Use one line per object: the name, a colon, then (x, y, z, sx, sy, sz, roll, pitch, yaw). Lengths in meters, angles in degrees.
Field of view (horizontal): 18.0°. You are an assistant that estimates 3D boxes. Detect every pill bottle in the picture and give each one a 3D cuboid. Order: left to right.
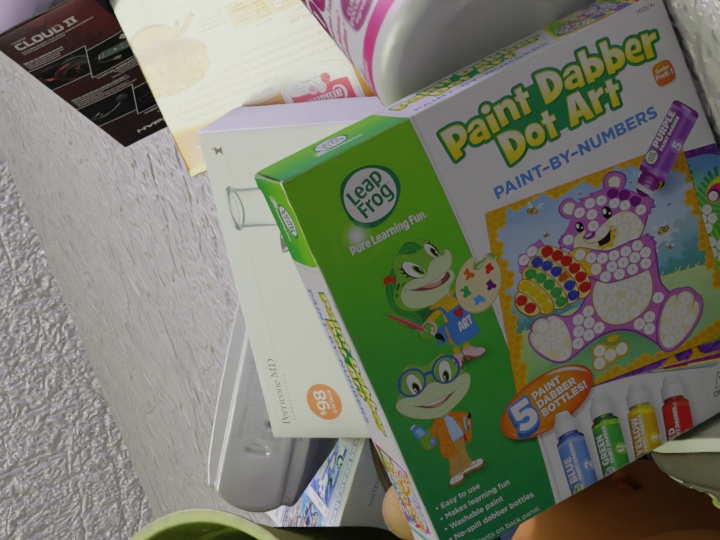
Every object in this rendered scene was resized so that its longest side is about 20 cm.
pill bottle: (0.016, -0.165, 1.104, 0.200, 0.113, 0.113, 54, 164, 40)

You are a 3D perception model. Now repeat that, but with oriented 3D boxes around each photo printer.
photo printer: (-0.041, 0.056, 1.516, 0.200, 0.069, 0.167, -48, -29, -75)

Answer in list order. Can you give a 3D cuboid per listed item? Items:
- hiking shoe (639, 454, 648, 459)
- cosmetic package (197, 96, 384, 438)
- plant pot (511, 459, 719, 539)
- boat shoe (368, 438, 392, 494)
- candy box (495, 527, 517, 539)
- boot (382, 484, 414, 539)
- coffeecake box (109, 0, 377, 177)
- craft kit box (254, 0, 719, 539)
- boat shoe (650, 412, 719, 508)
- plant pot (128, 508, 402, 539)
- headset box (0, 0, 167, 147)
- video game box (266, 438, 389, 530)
hiking shoe: (0.109, 0.094, 1.368, 0.101, 0.076, 0.200, 62, 168, -11)
cosmetic package: (0.000, 0.000, 1.331, 0.151, 0.052, 0.200, -2, 111, 32)
plant pot: (0.156, 0.193, 1.186, 0.140, 0.200, 0.200, -106, -2, -57)
boat shoe: (0.043, 0.071, 1.472, 0.065, 0.071, 0.200, 118, 148, -64)
candy box: (0.106, 0.197, 1.581, 0.168, 0.071, 0.200, 67, 165, -16)
boot: (0.113, 0.076, 1.189, 0.144, 0.201, 0.071, -28, 95, 52)
coffeecake box: (-0.070, -0.176, 1.364, 0.153, 0.073, 0.200, -17, 102, 34)
craft kit box: (0.081, 0.001, 1.038, 0.198, 0.200, 0.049, 65, 166, -14)
boat shoe: (0.192, 0.091, 1.065, 0.060, 0.072, 0.202, 67, 163, -3)
plant pot: (-0.039, 0.241, 1.475, 0.200, 0.190, 0.200, 2, 94, 34)
headset box: (-0.185, -0.189, 1.457, 0.200, 0.075, 0.149, 40, -152, -60)
video game box: (-0.010, 0.106, 1.653, 0.182, 0.047, 0.200, -139, 64, -69)
